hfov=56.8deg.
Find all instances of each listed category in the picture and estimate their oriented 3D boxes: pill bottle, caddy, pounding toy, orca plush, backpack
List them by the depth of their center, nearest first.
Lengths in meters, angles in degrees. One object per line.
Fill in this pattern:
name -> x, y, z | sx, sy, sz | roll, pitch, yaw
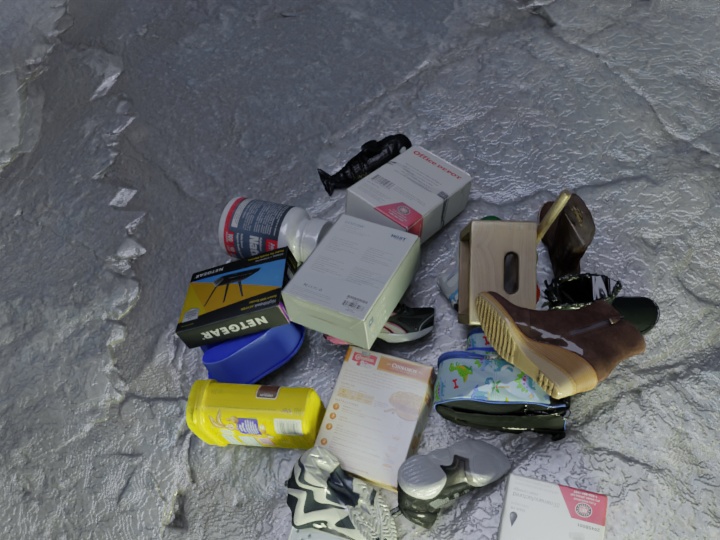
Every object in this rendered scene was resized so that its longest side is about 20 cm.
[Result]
backpack -> 0.216, 0.171, 1.031 | 0.198, 0.183, 0.148 | -2, 64, 14
pounding toy -> 0.235, -0.014, 1.049 | 0.141, 0.184, 0.202 | 2, 86, 2
caddy -> -0.197, 0.131, 1.196 | 0.199, 0.105, 0.142 | -32, 37, -3
pill bottle -> -0.158, -0.068, 1.273 | 0.199, 0.120, 0.120 | 11, 67, 19
orca plush -> 0.007, -0.232, 1.342 | 0.199, 0.071, 0.106 | -15, 62, 6

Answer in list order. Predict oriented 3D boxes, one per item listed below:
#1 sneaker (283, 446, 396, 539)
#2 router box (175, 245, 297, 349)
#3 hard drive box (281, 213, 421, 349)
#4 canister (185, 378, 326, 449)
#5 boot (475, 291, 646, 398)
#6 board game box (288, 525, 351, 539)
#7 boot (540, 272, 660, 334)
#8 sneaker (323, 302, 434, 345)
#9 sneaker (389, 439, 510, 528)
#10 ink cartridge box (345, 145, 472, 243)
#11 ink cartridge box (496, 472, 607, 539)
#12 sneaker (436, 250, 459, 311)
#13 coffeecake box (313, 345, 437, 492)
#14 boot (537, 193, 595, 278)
sneaker -> -0.043, 0.379, 1.042 | 0.199, 0.130, 0.080 | 41, 41, -2
router box -> -0.213, 0.046, 1.169 | 0.199, 0.051, 0.150 | -16, 41, 15
hard drive box -> -0.010, 0.012, 1.102 | 0.155, 0.077, 0.200 | 18, 53, 24
canister -> -0.167, 0.242, 1.107 | 0.198, 0.149, 0.087 | 1, 60, 11
boot -> 0.277, 0.080, 0.942 | 0.166, 0.073, 0.200 | -24, 54, -23
board game box -> -0.040, 0.514, 1.010 | 0.199, 0.026, 0.201 | 10, 67, 17
boot -> 0.385, 0.054, 1.059 | 0.197, 0.163, 0.074 | -5, 64, 11
sneaker -> 0.033, 0.074, 1.146 | 0.198, 0.080, 0.087 | -5, 106, -8
sneaker -> 0.135, 0.332, 1.034 | 0.199, 0.114, 0.076 | -3, 38, -27
ink cartridge box -> 0.090, -0.130, 1.229 | 0.146, 0.083, 0.200 | 35, 52, 25
ink cartridge box -> 0.267, 0.411, 0.956 | 0.145, 0.085, 0.201 | 9, 68, 17
sneaker -> 0.218, -0.022, 1.191 | 0.200, 0.075, 0.087 | -39, 56, -7
coffeecake box -> 0.026, 0.243, 1.101 | 0.152, 0.073, 0.201 | 12, 68, 20
boot -> 0.343, -0.083, 1.115 | 0.064, 0.200, 0.188 | -12, 62, 7
